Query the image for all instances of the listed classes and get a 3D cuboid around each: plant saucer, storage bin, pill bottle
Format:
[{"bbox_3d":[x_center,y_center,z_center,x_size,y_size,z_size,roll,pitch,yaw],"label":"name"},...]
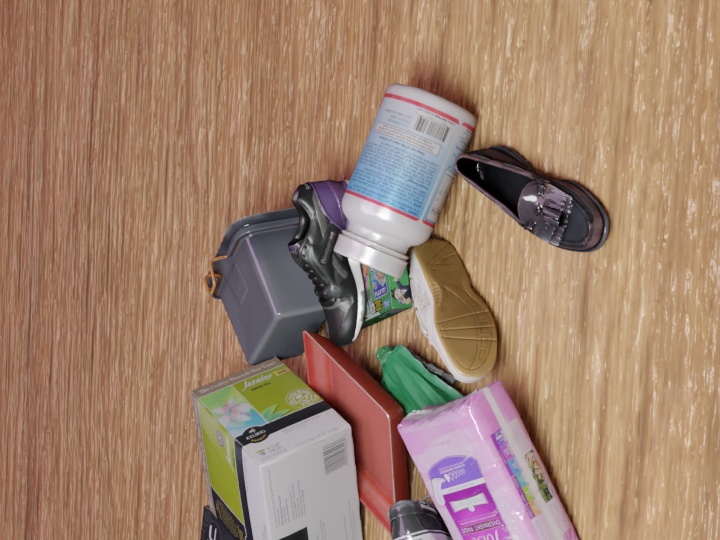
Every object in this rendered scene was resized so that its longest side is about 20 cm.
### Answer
[{"bbox_3d":[0.000,0.192,1.544,0.200,0.037,0.200,42,145,47],"label":"plant saucer"},{"bbox_3d":[-0.118,0.029,1.639,0.135,0.145,0.200,69,153,22],"label":"storage bin"},{"bbox_3d":[0.045,-0.099,1.424,0.109,0.108,0.201,24,92,51],"label":"pill bottle"}]

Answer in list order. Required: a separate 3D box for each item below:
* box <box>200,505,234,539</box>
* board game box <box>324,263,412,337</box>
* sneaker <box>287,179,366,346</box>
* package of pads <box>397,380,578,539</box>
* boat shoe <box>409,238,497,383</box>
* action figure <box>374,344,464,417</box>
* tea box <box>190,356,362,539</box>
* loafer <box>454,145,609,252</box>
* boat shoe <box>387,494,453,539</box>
[{"bbox_3d":[-0.152,0.430,1.745,0.122,0.106,0.201,18,105,50],"label":"box"},{"bbox_3d":[0.000,0.000,1.565,0.200,0.029,0.135,151,113,-63],"label":"board game box"},{"bbox_3d":[-0.048,-0.008,1.528,0.076,0.087,0.201,179,88,-64],"label":"sneaker"},{"bbox_3d":[0.132,0.223,1.327,0.120,0.076,0.201,-26,90,48],"label":"package of pads"},{"bbox_3d":[0.100,0.055,1.428,0.069,0.070,0.201,109,155,-43],"label":"boat shoe"},{"bbox_3d":[0.078,0.150,1.468,0.200,0.055,0.119,47,128,38],"label":"action figure"},{"bbox_3d":[-0.106,0.252,1.607,0.197,0.133,0.201,36,139,48],"label":"tea box"},{"bbox_3d":[0.172,-0.074,1.327,0.200,0.063,0.072,40,122,46],"label":"loafer"},{"bbox_3d":[0.068,0.283,1.391,0.073,0.199,0.068,-20,71,14],"label":"boat shoe"}]
